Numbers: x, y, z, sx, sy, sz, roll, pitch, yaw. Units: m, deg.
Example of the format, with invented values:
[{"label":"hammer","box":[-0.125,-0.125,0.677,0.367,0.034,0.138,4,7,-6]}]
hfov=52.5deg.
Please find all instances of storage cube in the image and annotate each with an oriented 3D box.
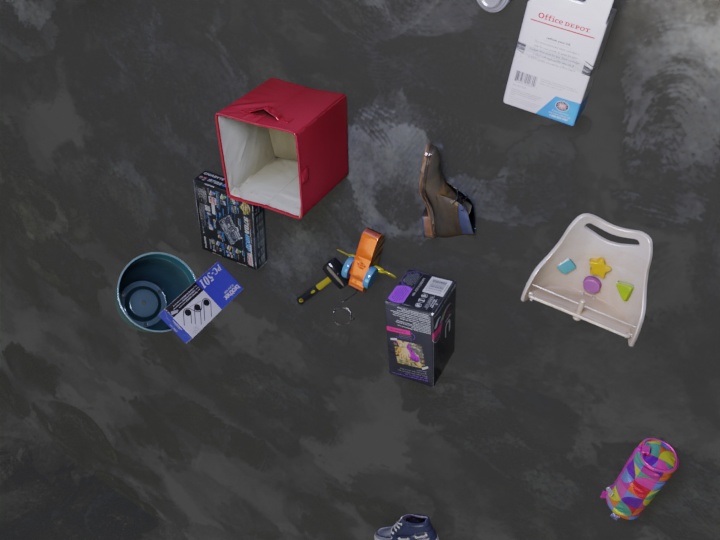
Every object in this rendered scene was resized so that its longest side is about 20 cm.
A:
[{"label":"storage cube","box":[-0.136,-0.231,1.346,0.171,0.180,0.200,18,131,22]}]

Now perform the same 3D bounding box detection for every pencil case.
[{"label":"pencil case","box":[0.558,0.421,1.464,0.088,0.088,0.200,26,133,14]}]

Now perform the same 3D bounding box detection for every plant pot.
[{"label":"plant pot","box":[-0.535,0.070,1.869,0.200,0.200,0.188,50,151,-10]}]

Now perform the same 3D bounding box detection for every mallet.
[{"label":"mallet","box":[-0.083,0.042,1.636,0.066,0.041,0.200,44,141,1]}]

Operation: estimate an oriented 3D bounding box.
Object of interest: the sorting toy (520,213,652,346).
[{"label":"sorting toy","box":[0.400,-0.001,1.228,0.200,0.107,0.180,24,127,18]}]

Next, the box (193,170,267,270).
[{"label":"box","box":[-0.291,-0.111,1.645,0.159,0.046,0.200,20,133,20]}]

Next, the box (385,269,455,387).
[{"label":"box","box":[0.125,0.118,1.487,0.106,0.122,0.200,15,131,24]}]

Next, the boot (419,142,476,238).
[{"label":"boot","box":[0.159,-0.140,1.306,0.097,0.075,0.200,7,135,16]}]

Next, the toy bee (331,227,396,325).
[{"label":"toy bee","box":[0.000,0.000,1.511,0.131,0.109,0.200,45,112,6]}]

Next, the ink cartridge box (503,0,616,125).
[{"label":"ink cartridge box","box":[0.291,-0.326,1.055,0.116,0.068,0.200,24,134,17]}]

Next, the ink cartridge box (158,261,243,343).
[{"label":"ink cartridge box","box":[-0.377,0.073,1.740,0.094,0.200,0.044,47,137,-7]}]

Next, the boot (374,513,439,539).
[{"label":"boot","box":[0.117,0.712,2.020,0.200,0.073,0.090,-10,111,30]}]

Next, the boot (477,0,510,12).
[{"label":"boot","box":[0.172,-0.451,1.016,0.073,0.096,0.200,12,130,27]}]
